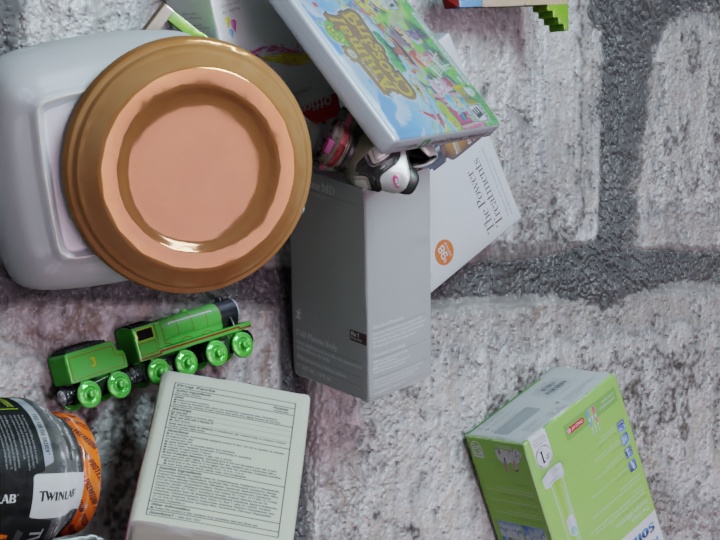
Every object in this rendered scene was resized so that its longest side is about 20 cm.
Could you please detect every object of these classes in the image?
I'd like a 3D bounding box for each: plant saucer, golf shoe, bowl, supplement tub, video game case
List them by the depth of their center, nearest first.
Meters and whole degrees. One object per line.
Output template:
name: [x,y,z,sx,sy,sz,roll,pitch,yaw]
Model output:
supplement tub: [-0.304,0.157,1.511,0.199,0.122,0.123,2,91,-41]
plant saucer: [-0.129,-0.080,1.548,0.199,0.037,0.202,-3,99,-19]
bowl: [-0.195,-0.085,1.583,0.199,0.075,0.201,-10,102,-17]
video game case: [0.013,-0.187,1.671,0.200,0.022,0.182,54,31,13]
golf shoe: [0.022,-0.114,1.700,0.092,0.073,0.200,29,27,-2]

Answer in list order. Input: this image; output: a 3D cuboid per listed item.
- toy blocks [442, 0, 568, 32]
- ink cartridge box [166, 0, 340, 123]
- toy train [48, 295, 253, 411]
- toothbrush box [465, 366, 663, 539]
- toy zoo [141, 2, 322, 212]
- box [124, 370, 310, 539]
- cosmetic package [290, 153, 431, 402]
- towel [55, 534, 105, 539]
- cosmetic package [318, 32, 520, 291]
toy blocks: [0.125,-0.324,1.892,0.136,0.100,0.202,-6,97,-30]
ink cartridge box: [-0.088,-0.175,1.718,0.116,0.067,0.201,-25,109,-37]
toy train: [-0.173,0.068,1.678,0.199,0.042,0.057,-18,93,-39]
toothbrush box: [0.204,0.218,1.985,0.145,0.086,0.201,-34,113,-35]
toy zoo: [-0.124,-0.107,1.654,0.200,0.020,0.131,38,90,-17]
box: [-0.116,0.188,1.597,0.127,0.200,0.110,10,121,-3]
cosmetic package: [0.000,0.000,1.758,0.090,0.106,0.201,-21,116,-38]
towel: [-0.285,0.285,1.523,0.170,0.048,0.201,1,130,-39]
cosmetic package: [0.055,-0.097,1.861,0.151,0.052,0.201,-38,116,-31]
